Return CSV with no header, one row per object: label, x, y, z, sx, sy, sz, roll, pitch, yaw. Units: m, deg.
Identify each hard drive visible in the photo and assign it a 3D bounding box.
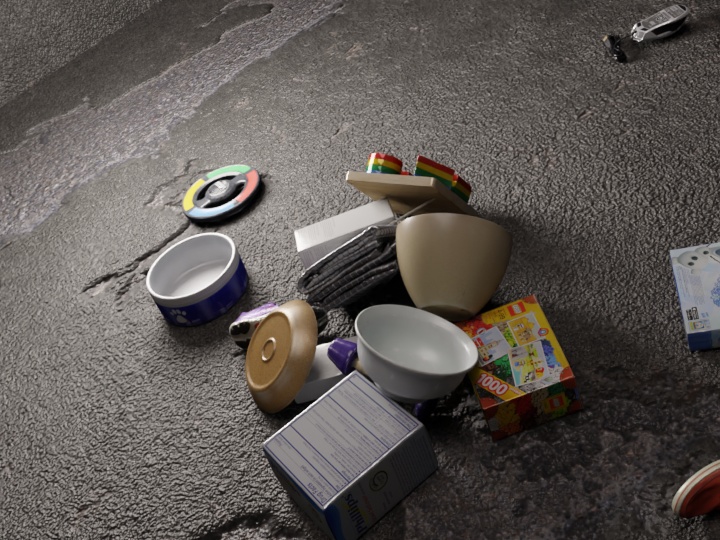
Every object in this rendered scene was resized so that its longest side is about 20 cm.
hard drive,0.128,0.056,1.723,0.198,0.043,0.135,17,52,40

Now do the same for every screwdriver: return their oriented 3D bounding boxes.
screwdriver,0.054,-0.079,1.796,0.198,0.028,0.029,-26,77,11

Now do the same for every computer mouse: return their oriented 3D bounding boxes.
computer mouse,0.651,-0.535,2.179,0.197,0.044,0.110,-24,32,8

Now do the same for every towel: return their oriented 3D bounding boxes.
towel,0.000,0.000,1.734,0.198,0.086,0.165,-32,-8,18

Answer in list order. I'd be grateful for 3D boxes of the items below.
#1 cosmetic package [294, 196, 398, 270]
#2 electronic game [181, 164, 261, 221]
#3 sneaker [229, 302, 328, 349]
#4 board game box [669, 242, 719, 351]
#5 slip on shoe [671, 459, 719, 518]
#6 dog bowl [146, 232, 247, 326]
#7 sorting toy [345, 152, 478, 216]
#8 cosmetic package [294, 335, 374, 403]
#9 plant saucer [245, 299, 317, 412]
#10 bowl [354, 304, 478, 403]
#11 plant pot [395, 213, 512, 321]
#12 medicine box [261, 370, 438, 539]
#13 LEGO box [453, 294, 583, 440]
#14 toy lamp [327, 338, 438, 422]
cosmetic package,-0.017,-0.049,1.871,0.197,0.109,0.085,-20,33,1
electronic game,-0.324,-0.181,2.244,0.197,0.042,0.202,-14,37,11
sneaker,-0.152,0.085,1.805,0.197,0.082,0.084,-8,33,19
board game box,0.600,0.030,1.513,0.196,0.044,0.202,-10,39,17
slip on shoe,0.498,0.279,1.243,0.197,0.075,0.062,-17,40,0
dog bowl,-0.333,0.017,1.976,0.197,0.080,0.202,-14,38,11
sorting toy,0.107,-0.167,1.870,0.197,0.198,0.071,8,79,33
cosmetic package,-0.024,0.163,1.662,0.197,0.051,0.083,-15,43,11
plant saucer,-0.147,0.142,1.671,0.199,0.035,0.203,-32,47,42
bowl,0.076,0.140,1.488,0.198,0.092,0.202,14,24,-6
plant pot,0.149,0.006,1.604,0.197,0.200,0.137,-1,69,25
medicine box,-0.016,0.283,1.470,0.199,0.104,0.181,-37,39,-18
LEGO box,0.243,0.150,1.521,0.147,0.078,0.201,-21,37,3
toy lamp,0.031,0.173,1.567,0.198,0.059,0.058,29,58,25
